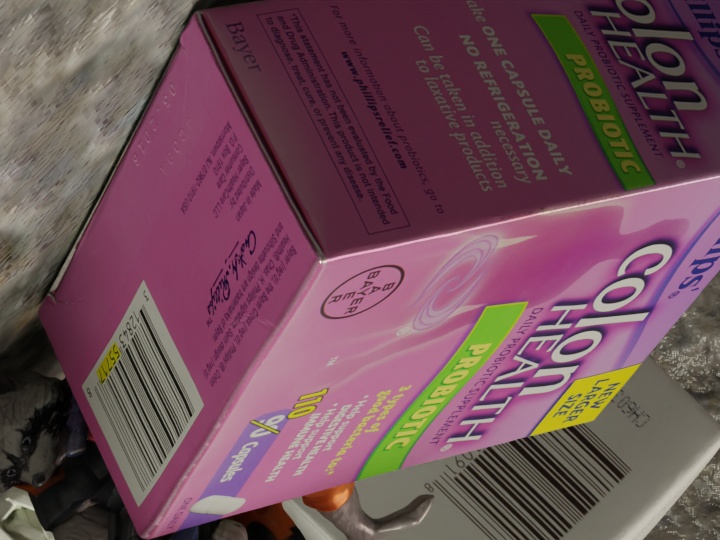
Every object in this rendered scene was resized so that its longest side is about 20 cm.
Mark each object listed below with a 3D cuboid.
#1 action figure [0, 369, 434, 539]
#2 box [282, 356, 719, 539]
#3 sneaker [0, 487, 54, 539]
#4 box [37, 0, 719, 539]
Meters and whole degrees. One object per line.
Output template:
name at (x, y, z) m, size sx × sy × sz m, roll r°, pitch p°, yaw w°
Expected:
action figure at (-0.063, 0.103, 1.053) m, size 0.105 × 0.193 × 0.201 m, roll -41°, pitch -154°, yaw 39°
box at (0.027, 0.094, 1.377) m, size 0.199 × 0.200 × 0.131 m, roll -40°, pitch 168°, yaw -33°
sneaker at (-0.109, 0.086, 1.174) m, size 0.200 × 0.076 × 0.081 m, roll -48°, pitch 160°, yaw -14°
box at (0.018, -0.011, 0.980) m, size 0.199 × 0.097 × 0.176 m, roll -13°, pitch 153°, yaw -33°
